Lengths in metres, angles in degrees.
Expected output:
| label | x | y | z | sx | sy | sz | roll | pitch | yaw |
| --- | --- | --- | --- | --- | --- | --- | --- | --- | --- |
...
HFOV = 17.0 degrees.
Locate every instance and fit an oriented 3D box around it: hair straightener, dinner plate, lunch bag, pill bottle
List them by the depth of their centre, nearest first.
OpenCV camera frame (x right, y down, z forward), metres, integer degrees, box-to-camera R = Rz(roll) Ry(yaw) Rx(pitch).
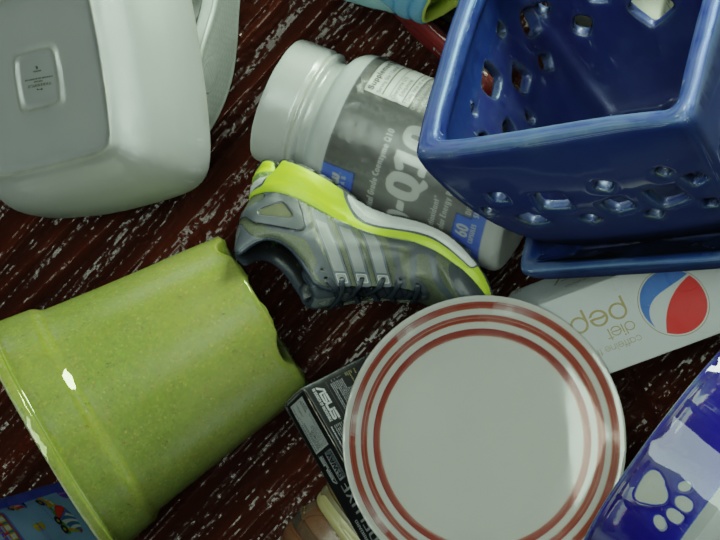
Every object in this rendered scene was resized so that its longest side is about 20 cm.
| label | x | y | z | sx | sy | sz | roll | pitch | yaw |
| --- | --- | --- | --- | --- | --- | --- | --- | --- | --- |
| dinner plate | 0.085 | 0.118 | 1.663 | 0.199 | 0.024 | 0.201 | 1 | 86 | -9 |
| lunch bag | -0.226 | 0.235 | 1.726 | 0.094 | 0.200 | 0.151 | -37 | 80 | 7 |
| pill bottle | 0.029 | -0.087 | 1.735 | 0.199 | 0.114 | 0.114 | 22 | 91 | 12 |
| hair straightener | 0.046 | -0.215 | 1.786 | 0.200 | 0.041 | 0.077 | 40 | 76 | 17 |

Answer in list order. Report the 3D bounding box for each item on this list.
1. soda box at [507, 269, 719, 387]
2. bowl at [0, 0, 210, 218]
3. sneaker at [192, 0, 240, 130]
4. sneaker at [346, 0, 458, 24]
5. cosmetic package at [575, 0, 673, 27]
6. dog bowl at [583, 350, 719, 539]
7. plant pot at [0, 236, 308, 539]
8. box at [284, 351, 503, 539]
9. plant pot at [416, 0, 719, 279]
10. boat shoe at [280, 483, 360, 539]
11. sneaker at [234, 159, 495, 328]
| label | x | y | z | sx | sy | sz | roll | pitch | yaw |
| --- | --- | --- | --- | --- | --- | --- | --- | --- | --- |
| soda box | 0.196 | 0.021 | 1.683 | 0.199 | 0.064 | 0.068 | -22 | 103 | 26 |
| bowl | -0.214 | -0.141 | 1.772 | 0.199 | 0.075 | 0.201 | -9 | 89 | 37 |
| sneaker | -0.147 | -0.190 | 1.805 | 0.099 | 0.071 | 0.201 | 5 | 84 | 16 |
| sneaker | 0.058 | -0.265 | 1.742 | 0.130 | 0.080 | 0.201 | 25 | 82 | 15 |
| cosmetic package | 0.204 | -0.269 | 1.716 | 0.073 | 0.104 | 0.201 | 12 | 88 | 13 |
| dog bowl | 0.239 | 0.137 | 1.634 | 0.079 | 0.200 | 0.200 | 38 | 95 | 13 |
| plant pot | -0.146 | 0.076 | 1.737 | 0.184 | 0.200 | 0.201 | -31 | 81 | -2 |
| box | 0.063 | 0.141 | 1.709 | 0.157 | 0.050 | 0.200 | -27 | 81 | -25 |
| plant pot | 0.177 | -0.107 | 1.593 | 0.199 | 0.180 | 0.200 | -5 | 51 | 30 |
| boat shoe | 0.015 | 0.250 | 1.745 | 0.068 | 0.072 | 0.200 | -38 | 74 | 13 |
| sneaker | 0.000 | 0.000 | 1.698 | 0.199 | 0.074 | 0.081 | 24 | 65 | 9 |
